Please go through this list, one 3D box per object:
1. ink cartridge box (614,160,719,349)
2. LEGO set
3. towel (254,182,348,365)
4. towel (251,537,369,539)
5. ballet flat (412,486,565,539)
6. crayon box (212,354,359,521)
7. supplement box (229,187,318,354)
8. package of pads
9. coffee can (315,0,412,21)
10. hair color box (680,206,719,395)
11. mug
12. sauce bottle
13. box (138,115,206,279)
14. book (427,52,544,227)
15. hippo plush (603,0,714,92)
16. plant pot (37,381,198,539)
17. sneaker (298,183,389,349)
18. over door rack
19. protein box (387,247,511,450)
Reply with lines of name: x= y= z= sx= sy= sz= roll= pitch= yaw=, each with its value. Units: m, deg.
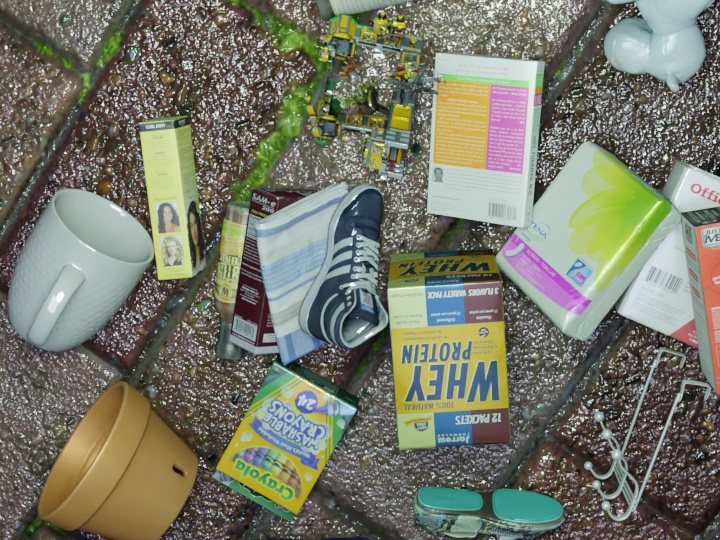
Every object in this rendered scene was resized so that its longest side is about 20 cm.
ink cartridge box: x=0.419 y=-0.017 z=1.614 sx=0.146 sy=0.083 sz=0.201 roll=23 pitch=102 yaw=0
LEGO set: x=0.006 y=-0.198 z=1.567 sx=0.153 sy=0.116 sz=0.200 roll=16 pitch=138 yaw=-7
towel: x=-0.057 y=0.003 z=1.628 sx=0.146 sy=0.024 sz=0.201 roll=-27 pitch=121 yaw=-33
towel: x=-0.076 y=0.433 z=1.768 sx=0.198 sy=0.050 sz=0.149 roll=-2 pitch=93 yaw=6
ballet flat: x=0.167 y=0.324 z=1.719 sx=0.199 sy=0.074 sz=0.075 roll=7 pitch=101 yaw=6
crayon box: x=-0.103 y=0.229 z=1.727 sx=0.125 sy=0.052 sz=0.201 roll=29 pitch=102 yaw=0
supplement box: x=-0.094 y=0.000 z=1.651 sx=0.061 sy=0.108 sz=0.201 roll=22 pitch=106 yaw=45
package of pads: x=0.273 y=-0.040 z=1.597 sx=0.200 sy=0.068 sz=0.155 roll=-53 pitch=48 yaw=12
coffee can: x=0.038 y=-0.388 z=1.550 sx=0.199 sy=0.146 sz=0.147 roll=-11 pitch=99 yaw=7
hair color box: x=0.424 y=0.033 z=1.530 sx=0.061 sy=0.102 sz=0.201 roll=-10 pitch=102 yaw=6
mug: x=-0.368 y=0.020 z=1.640 sx=0.147 sy=0.200 sz=0.176 roll=32 pitch=111 yaw=-11
sauce bottle: x=-0.155 y=0.014 z=1.685 sx=0.064 sy=0.065 sz=0.201 roll=8 pitch=101 yaw=4
box: x=-0.239 y=-0.094 z=1.670 sx=0.050 sy=0.075 sz=0.201 roll=-5 pitch=101 yaw=9
book: x=0.153 y=-0.162 z=1.608 sx=0.133 sy=0.048 sz=0.201 roll=11 pitch=104 yaw=28
hippo plush: x=0.369 y=-0.312 z=1.556 sx=0.199 sy=0.160 sz=0.162 roll=9 pitch=133 yaw=18
plant pot: x=-0.304 y=0.265 z=1.692 sx=0.140 sy=0.200 sz=0.200 roll=35 pitch=102 yaw=-18
sneaker: x=0.000 y=0.000 z=1.583 sx=0.070 sy=0.108 sz=0.201 roll=19 pitch=95 yaw=-35
over door rack: x=0.344 y=0.194 z=1.630 sx=0.066 sy=0.148 sz=0.201 roll=28 pitch=102 yaw=-6
protein box: x=0.107 y=0.091 z=1.600 sx=0.134 sy=0.200 sz=0.200 roll=-4 pitch=102 yaw=3
